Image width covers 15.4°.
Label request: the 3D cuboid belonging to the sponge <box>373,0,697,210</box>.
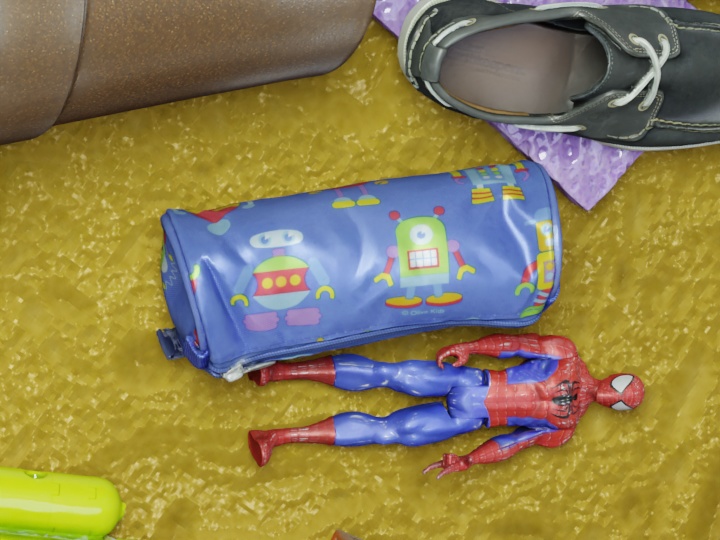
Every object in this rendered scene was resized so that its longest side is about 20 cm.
[{"bbox_3d":[0.076,-0.134,1.295,0.200,0.030,0.112,42,91,-16],"label":"sponge"}]

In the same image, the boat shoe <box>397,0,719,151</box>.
[{"bbox_3d":[0.120,-0.091,1.260,0.199,0.068,0.072,5,99,-10],"label":"boat shoe"}]

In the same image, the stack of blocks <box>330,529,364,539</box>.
[{"bbox_3d":[-0.019,0.242,1.304,0.058,0.115,0.201,24,96,-15],"label":"stack of blocks"}]

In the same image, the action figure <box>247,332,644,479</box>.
[{"bbox_3d":[0.046,0.065,1.320,0.199,0.052,0.066,-4,98,-13],"label":"action figure"}]

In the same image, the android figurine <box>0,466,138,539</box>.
[{"bbox_3d":[-0.158,0.188,1.303,0.199,0.041,0.183,6,99,-12],"label":"android figurine"}]

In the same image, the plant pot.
[{"bbox_3d":[-0.108,-0.152,1.168,0.197,0.200,0.201,-7,103,-27],"label":"plant pot"}]

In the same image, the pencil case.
[{"bbox_3d":[0.000,0.000,1.279,0.199,0.078,0.087,-9,79,-10],"label":"pencil case"}]
